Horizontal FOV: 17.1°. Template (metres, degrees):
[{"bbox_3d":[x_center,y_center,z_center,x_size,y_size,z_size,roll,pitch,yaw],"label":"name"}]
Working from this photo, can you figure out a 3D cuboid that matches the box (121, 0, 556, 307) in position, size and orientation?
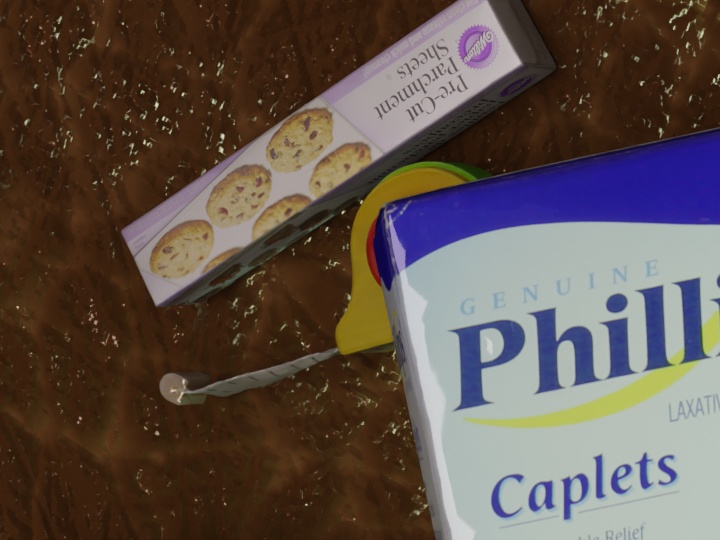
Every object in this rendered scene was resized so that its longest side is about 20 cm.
[{"bbox_3d":[-0.012,-0.049,1.000,0.200,0.039,0.041,-32,78,24],"label":"box"}]

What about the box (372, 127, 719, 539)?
[{"bbox_3d":[0.112,0.058,0.865,0.184,0.105,0.200,-12,84,0],"label":"box"}]

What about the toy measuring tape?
[{"bbox_3d":[0.000,0.000,0.979,0.200,0.074,0.074,-17,83,26],"label":"toy measuring tape"}]
